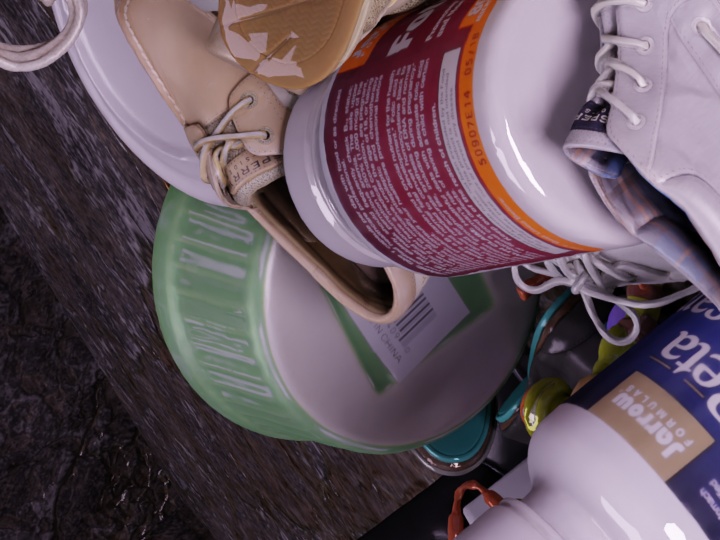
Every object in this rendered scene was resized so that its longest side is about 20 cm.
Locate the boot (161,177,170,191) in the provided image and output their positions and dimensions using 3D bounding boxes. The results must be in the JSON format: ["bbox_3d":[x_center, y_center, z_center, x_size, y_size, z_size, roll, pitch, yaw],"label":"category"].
[{"bbox_3d":[-0.013,-0.011,1.371,0.202,0.144,0.071,53,169,0],"label":"boot"}]

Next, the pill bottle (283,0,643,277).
[{"bbox_3d":[0.052,-0.058,0.978,0.115,0.114,0.200,56,155,-12],"label":"pill bottle"}]

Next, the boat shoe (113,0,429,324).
[{"bbox_3d":[-0.041,-0.060,1.081,0.200,0.065,0.072,48,126,-10],"label":"boat shoe"}]

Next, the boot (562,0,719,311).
[{"bbox_3d":[0.106,-0.078,0.847,0.200,0.095,0.074,51,168,11],"label":"boot"}]

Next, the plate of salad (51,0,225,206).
[{"bbox_3d":[-0.085,-0.127,1.162,0.199,0.048,0.201,30,135,35],"label":"plate of salad"}]

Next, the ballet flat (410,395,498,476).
[{"bbox_3d":[0.035,0.044,1.427,0.064,0.067,0.201,100,157,-56],"label":"ballet flat"}]

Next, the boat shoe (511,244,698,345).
[{"bbox_3d":[0.108,-0.013,1.044,0.075,0.086,0.202,56,168,-16],"label":"boat shoe"}]

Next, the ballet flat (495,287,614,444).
[{"bbox_3d":[0.117,0.068,1.298,0.068,0.068,0.200,42,167,10],"label":"ballet flat"}]

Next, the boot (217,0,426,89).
[{"bbox_3d":[0.025,-0.174,0.899,0.072,0.201,0.155,27,-156,11],"label":"boot"}]

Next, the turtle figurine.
[{"bbox_3d":[0.125,0.078,1.095,0.161,0.201,0.064,5,153,46],"label":"turtle figurine"}]

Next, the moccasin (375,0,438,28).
[{"bbox_3d":[-0.012,-0.144,1.138,0.201,0.077,0.074,43,143,49],"label":"moccasin"}]

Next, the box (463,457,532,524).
[{"bbox_3d":[0.164,0.208,1.429,0.124,0.097,0.201,37,160,54],"label":"box"}]

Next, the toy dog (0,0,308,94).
[{"bbox_3d":[-0.083,-0.150,1.013,0.096,0.198,0.133,56,-140,-83],"label":"toy dog"}]

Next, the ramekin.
[{"bbox_3d":[0.000,0.000,1.249,0.098,0.200,0.201,18,144,58],"label":"ramekin"}]

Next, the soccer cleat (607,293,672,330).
[{"bbox_3d":[0.157,0.099,1.202,0.068,0.073,0.201,40,161,51],"label":"soccer cleat"}]

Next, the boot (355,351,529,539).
[{"bbox_3d":[0.040,0.141,1.462,0.165,0.200,0.066,54,168,-7],"label":"boot"}]

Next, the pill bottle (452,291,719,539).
[{"bbox_3d":[0.135,0.076,0.918,0.111,0.200,0.111,49,167,15],"label":"pill bottle"}]
